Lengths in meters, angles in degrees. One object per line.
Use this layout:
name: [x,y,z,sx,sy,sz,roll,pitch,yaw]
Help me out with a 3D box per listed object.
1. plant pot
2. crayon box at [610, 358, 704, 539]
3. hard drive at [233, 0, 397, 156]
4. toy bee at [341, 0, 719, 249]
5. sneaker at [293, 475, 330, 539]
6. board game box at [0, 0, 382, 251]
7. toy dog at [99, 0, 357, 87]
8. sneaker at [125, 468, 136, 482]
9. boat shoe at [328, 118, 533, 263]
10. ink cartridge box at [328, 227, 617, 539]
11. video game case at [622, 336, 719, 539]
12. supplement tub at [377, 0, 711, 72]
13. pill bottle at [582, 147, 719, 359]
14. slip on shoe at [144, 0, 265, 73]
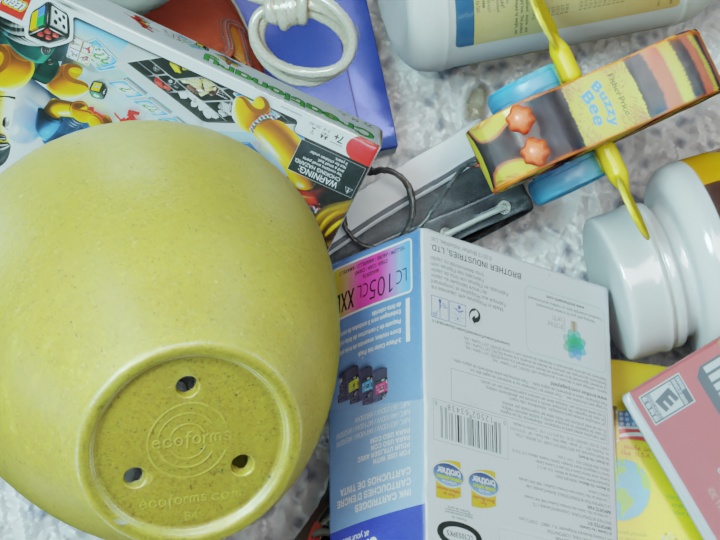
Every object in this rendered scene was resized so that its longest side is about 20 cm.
plant pot: [-0.091,0.049,1.166,0.200,0.142,0.200,-7,116,-14]
crayon box: [0.165,0.153,1.316,0.127,0.051,0.200,9,78,-3]
hard drive: [-0.091,-0.109,1.367,0.200,0.025,0.132,-11,79,-7]
toy bee: [0.100,-0.063,1.259,0.131,0.109,0.200,44,81,-2]
sneaker: [0.002,0.142,1.289,0.077,0.082,0.200,31,77,3]
board game box: [-0.105,-0.053,1.246,0.200,0.035,0.126,24,109,-7]
toy dog: [-0.091,-0.168,1.270,0.200,0.096,0.132,1,115,4]
sneaker: [-0.126,0.030,1.300,0.073,0.071,0.200,6,83,-9]
boat shoe: [0.000,0.000,1.330,0.200,0.072,0.068,-33,87,-13]
ink cartridge box: [0.056,0.095,1.255,0.136,0.076,0.200,17,61,-37]
video game case: [0.247,0.074,1.252,0.200,0.017,0.143,-33,81,22]
supplement tub: [0.107,-0.192,1.340,0.200,0.145,0.145,-12,79,-7]
pill bottle: [0.223,-0.018,1.328,0.200,0.109,0.109,-17,79,-8]
slip on shoe: [-0.086,-0.107,1.321,0.074,0.061,0.200,-27,76,-8]
